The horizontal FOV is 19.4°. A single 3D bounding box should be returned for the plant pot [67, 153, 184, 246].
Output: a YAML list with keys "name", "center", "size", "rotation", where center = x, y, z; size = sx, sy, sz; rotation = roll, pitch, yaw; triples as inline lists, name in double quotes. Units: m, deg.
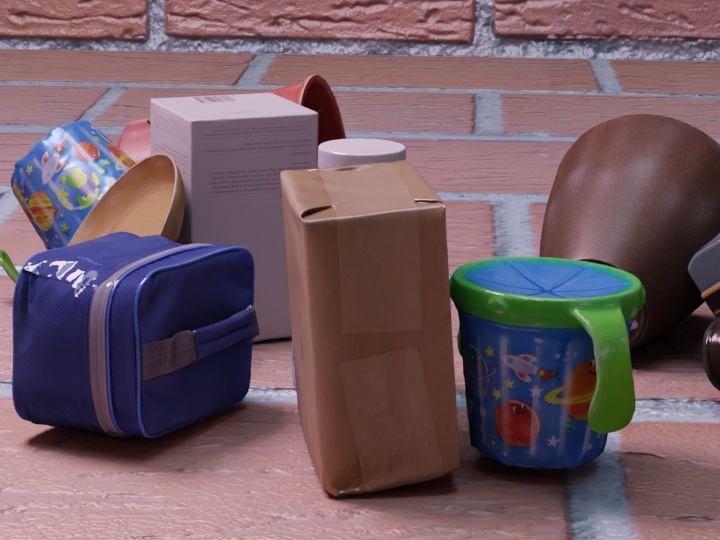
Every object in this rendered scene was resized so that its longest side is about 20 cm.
- name: "plant pot"
  center: [-0.207, -0.008, 1.787]
  size: [0.027, 0.200, 0.200]
  rotation: [33, 0, -24]

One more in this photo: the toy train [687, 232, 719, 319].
- name: "toy train"
  center: [0.361, 0.000, 1.805]
  size: [0.085, 0.114, 0.200]
  rotation: [-35, -4, 40]

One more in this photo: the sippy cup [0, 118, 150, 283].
- name: "sippy cup"
  center: [-0.252, -0.063, 1.951]
  size: [0.178, 0.140, 0.130]
  rotation: [-33, 76, -34]

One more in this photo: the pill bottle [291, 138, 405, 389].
- name: "pill bottle"
  center: [0.000, 0.000, 1.668]
  size: [0.110, 0.201, 0.111]
  rotation: [0, 13, 0]

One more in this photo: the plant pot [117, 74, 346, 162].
- name: "plant pot"
  center: [-0.126, -0.081, 2.059]
  size: [0.194, 0.202, 0.201]
  rotation: [-5, 12, 14]

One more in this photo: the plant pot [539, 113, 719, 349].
- name: "plant pot"
  center: [0.231, -0.012, 1.836]
  size: [0.186, 0.188, 0.200]
  rotation: [6, 29, 20]

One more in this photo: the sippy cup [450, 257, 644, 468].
- name: "sippy cup"
  center: [0.130, 0.068, 1.510]
  size: [0.139, 0.131, 0.178]
  rotation: [5, 14, 9]

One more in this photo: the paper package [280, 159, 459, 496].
- name: "paper package"
  center: [0.004, 0.034, 1.520]
  size: [0.103, 0.201, 0.191]
  rotation: [-6, 13, -7]

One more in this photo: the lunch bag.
- name: "lunch bag"
  center: [-0.157, 0.048, 1.600]
  size: [0.132, 0.137, 0.200]
  rotation: [8, 14, 26]

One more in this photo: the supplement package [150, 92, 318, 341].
- name: "supplement package"
  center: [-0.113, -0.047, 1.855]
  size: [0.121, 0.201, 0.120]
  rotation: [-4, 15, -23]

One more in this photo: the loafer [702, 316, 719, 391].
- name: "loafer"
  center: [0.363, 0.057, 1.682]
  size: [0.199, 0.073, 0.071]
  rotation: [-6, -8, -27]
